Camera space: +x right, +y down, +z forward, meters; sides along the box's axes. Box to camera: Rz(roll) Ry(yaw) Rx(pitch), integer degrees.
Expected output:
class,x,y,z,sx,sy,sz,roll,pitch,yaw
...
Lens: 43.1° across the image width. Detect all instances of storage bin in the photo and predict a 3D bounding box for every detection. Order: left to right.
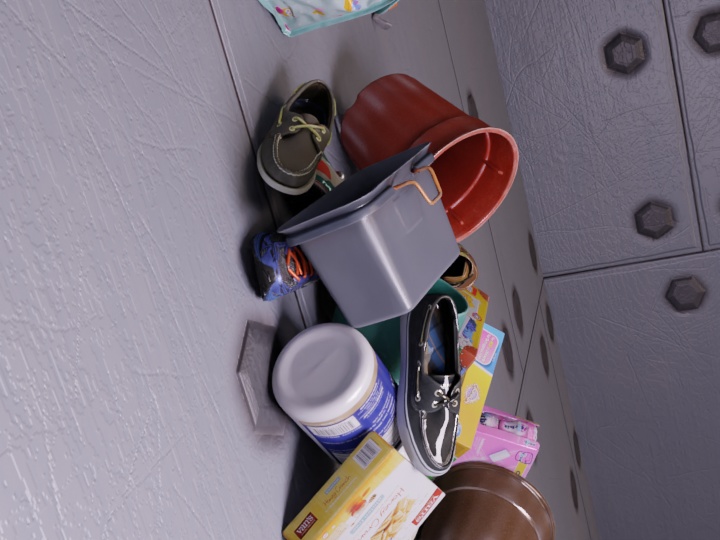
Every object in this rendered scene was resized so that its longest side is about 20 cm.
class,x,y,z,sx,sy,sz,roll,pitch,yaw
storage bin,0.032,-0.038,0.986,0.134,0.145,0.200,62,35,-12

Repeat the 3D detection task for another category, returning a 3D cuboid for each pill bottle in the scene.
class,x,y,z,sx,sy,sz,roll,pitch,yaw
pill bottle,-0.010,0.154,1.027,0.200,0.116,0.116,58,28,-50

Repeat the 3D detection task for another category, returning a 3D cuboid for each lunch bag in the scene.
class,x,y,z,sx,sy,sz,roll,pitch,yaw
lunch bag,-0.024,-0.407,1.143,0.122,0.200,0.171,43,40,-61

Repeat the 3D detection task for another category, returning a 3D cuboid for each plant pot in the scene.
class,x,y,z,sx,sy,sz,roll,pitch,yaw
plant pot,0.083,-0.166,1.286,0.195,0.201,0.201,49,-1,35
plant pot,0.159,0.412,1.302,0.198,0.200,0.201,-46,124,-58

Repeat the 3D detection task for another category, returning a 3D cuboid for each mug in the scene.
class,x,y,z,sx,sy,sz,roll,pitch,yaw
mug,0.053,0.067,1.132,0.185,0.152,0.115,2,117,-47

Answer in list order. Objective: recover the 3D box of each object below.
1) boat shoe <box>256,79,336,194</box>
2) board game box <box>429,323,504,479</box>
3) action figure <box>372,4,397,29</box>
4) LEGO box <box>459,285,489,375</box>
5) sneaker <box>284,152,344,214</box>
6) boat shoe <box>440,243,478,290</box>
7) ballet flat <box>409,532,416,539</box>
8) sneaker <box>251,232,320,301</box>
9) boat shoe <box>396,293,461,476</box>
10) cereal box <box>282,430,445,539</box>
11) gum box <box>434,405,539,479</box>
class,x,y,z,sx,sy,sz,roll,pitch,yaw
boat shoe,-0.070,-0.158,1.055,0.060,0.072,0.202,-58,-167,33
board game box,0.143,0.196,1.367,0.200,0.040,0.153,-67,-174,-33
action figure,0.051,-0.556,1.605,0.200,0.104,0.194,97,-7,-52
LEGO box,0.100,0.066,1.332,0.149,0.077,0.200,33,27,-3
sneaker,-0.028,-0.075,1.159,0.200,0.070,0.094,57,35,-44
boat shoe,0.121,-0.003,1.265,0.068,0.072,0.200,44,9,33
ballet flat,0.053,0.293,1.220,0.067,0.064,0.200,59,27,-47
sneaker,-0.062,-0.018,1.017,0.200,0.078,0.075,-38,116,-69
boat shoe,0.079,0.121,0.990,0.069,0.057,0.200,1,79,-30
cereal box,0.012,0.270,1.017,0.144,0.040,0.200,-49,145,-6
gum box,0.190,0.300,1.406,0.066,0.113,0.200,-72,179,-57
